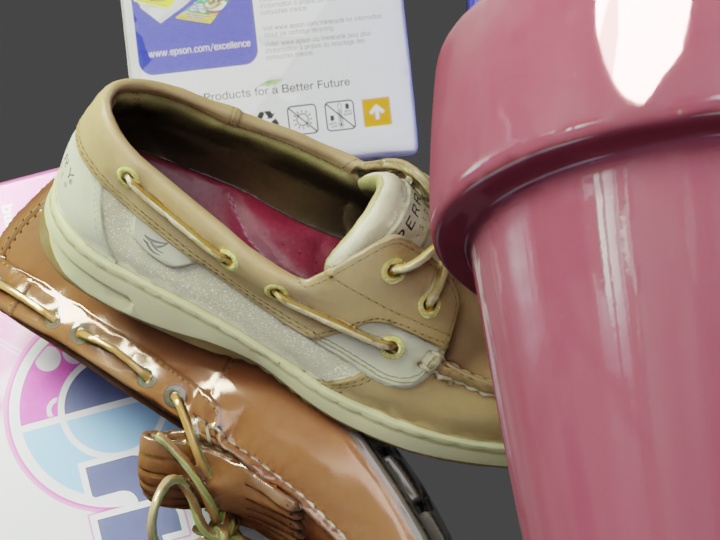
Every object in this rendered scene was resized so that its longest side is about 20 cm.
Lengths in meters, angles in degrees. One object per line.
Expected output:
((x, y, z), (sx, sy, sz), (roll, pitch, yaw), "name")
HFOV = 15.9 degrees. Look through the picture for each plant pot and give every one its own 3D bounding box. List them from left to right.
((0.115, 0.030, 0.665), (0.200, 0.200, 0.179), (1, 72, 2), "plant pot")

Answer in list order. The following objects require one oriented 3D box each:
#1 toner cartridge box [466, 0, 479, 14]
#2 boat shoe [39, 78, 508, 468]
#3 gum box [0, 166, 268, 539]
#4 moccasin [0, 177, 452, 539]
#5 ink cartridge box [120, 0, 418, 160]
((0.057, -0.047, 0.868), (0.043, 0.095, 0.200), (2, 104, 0), "toner cartridge box")
((0.000, 0.000, 0.786), (0.200, 0.066, 0.074), (19, 46, -2), "boat shoe")
((-0.078, 0.052, 0.902), (0.113, 0.066, 0.200), (-15, 72, -2), "gum box")
((-0.046, 0.053, 0.825), (0.201, 0.074, 0.078), (43, 84, 11), "moccasin")
((-0.038, -0.132, 0.870), (0.095, 0.037, 0.200), (-7, 96, -2), "ink cartridge box")
